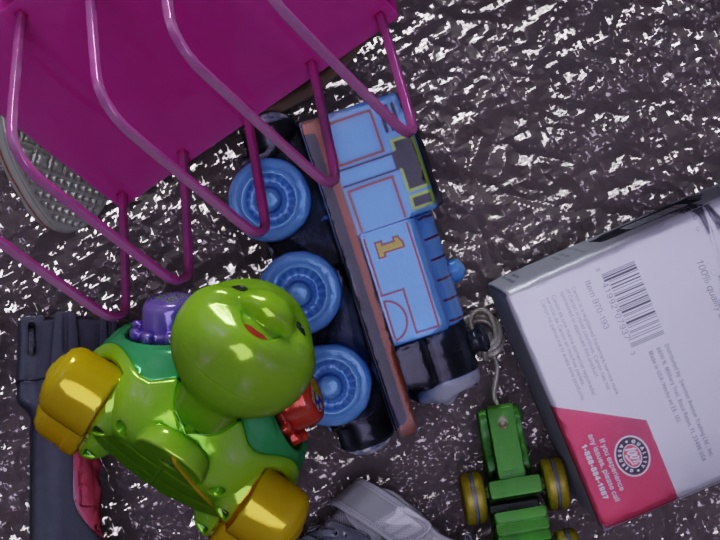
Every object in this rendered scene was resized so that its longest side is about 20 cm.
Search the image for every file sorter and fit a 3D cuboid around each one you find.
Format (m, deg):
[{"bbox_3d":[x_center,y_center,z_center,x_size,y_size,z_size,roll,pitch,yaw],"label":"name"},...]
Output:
[{"bbox_3d":[-0.091,-0.085,0.686,0.200,0.126,0.139,-32,133,20],"label":"file sorter"}]

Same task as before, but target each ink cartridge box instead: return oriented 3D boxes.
[{"bbox_3d":[0.194,0.036,0.785,0.200,0.083,0.146,-23,93,-1],"label":"ink cartridge box"}]

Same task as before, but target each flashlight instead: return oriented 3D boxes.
[{"bbox_3d":[-0.152,0.125,0.771,0.068,0.068,0.201,-7,71,15],"label":"flashlight"}]

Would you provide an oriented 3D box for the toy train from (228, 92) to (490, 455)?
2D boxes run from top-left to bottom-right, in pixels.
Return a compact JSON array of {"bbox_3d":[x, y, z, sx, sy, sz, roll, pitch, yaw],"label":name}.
[{"bbox_3d":[0.000,0.000,0.777,0.114,0.087,0.200,-18,92,2],"label":"toy train"}]

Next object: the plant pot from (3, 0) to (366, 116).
[{"bbox_3d":[-0.090,-0.181,0.746,0.200,0.093,0.201,-6,137,-6],"label":"plant pot"}]

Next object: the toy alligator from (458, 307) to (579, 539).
[{"bbox_3d":[0.087,0.123,0.802,0.059,0.054,0.200,-9,68,-1],"label":"toy alligator"}]

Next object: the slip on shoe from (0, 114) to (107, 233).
[{"bbox_3d":[-0.200,-0.116,0.788,0.074,0.061,0.200,-33,107,-35],"label":"slip on shoe"}]

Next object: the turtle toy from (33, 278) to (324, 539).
[{"bbox_3d":[-0.076,0.065,0.687,0.146,0.200,0.101,34,69,-4],"label":"turtle toy"}]

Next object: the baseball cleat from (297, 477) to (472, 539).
[{"bbox_3d":[-0.033,0.173,0.806,0.199,0.070,0.107,3,76,-3],"label":"baseball cleat"}]
